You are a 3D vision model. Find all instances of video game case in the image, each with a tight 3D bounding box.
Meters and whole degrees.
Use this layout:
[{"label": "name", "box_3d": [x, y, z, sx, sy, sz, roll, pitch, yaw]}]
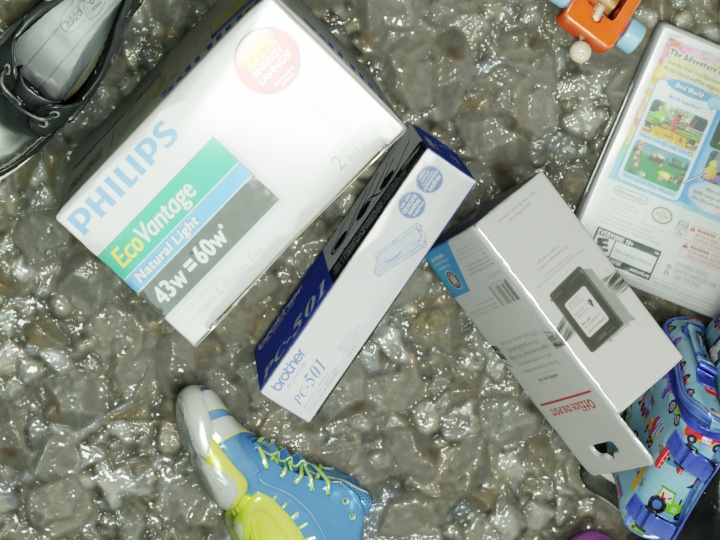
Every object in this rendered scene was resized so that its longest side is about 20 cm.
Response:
[{"label": "video game case", "box_3d": [0.267, -0.058, 1.503, 0.199, 0.024, 0.183, 21, 101, -10]}]

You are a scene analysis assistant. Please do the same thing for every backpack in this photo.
[{"label": "backpack", "box_3d": [0.272, 0.089, 1.442, 0.134, 0.183, 0.201, 21, 119, -10]}]

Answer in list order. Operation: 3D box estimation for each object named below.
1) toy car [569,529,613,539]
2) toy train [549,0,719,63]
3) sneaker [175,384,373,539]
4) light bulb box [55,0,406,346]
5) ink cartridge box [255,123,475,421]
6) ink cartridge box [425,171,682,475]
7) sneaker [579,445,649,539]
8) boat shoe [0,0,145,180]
[{"label": "toy car", "box_3d": [0.173, 0.266, 1.514, 0.199, 0.174, 0.151, -32, 63, 32]}, {"label": "toy train", "box_3d": [0.226, -0.172, 1.438, 0.199, 0.056, 0.151, 29, 78, -11]}, {"label": "sneaker", "box_3d": [-0.056, 0.152, 1.507, 0.105, 0.076, 0.201, -28, 113, -11]}, {"label": "light bulb box", "box_3d": [-0.087, -0.083, 1.369, 0.125, 0.200, 0.198, 43, 97, -14]}, {"label": "ink cartridge box", "box_3d": [0.000, 0.000, 1.446, 0.044, 0.094, 0.201, 32, 99, -13]}, {"label": "ink cartridge box", "box_3d": [0.142, 0.040, 1.442, 0.067, 0.116, 0.200, -39, 93, -19]}, {"label": "sneaker", "box_3d": [0.242, 0.200, 1.542, 0.199, 0.074, 0.080, 31, 111, -7]}, {"label": "boat shoe", "box_3d": [-0.213, -0.134, 1.412, 0.199, 0.066, 0.074, -45, 105, 6]}]
